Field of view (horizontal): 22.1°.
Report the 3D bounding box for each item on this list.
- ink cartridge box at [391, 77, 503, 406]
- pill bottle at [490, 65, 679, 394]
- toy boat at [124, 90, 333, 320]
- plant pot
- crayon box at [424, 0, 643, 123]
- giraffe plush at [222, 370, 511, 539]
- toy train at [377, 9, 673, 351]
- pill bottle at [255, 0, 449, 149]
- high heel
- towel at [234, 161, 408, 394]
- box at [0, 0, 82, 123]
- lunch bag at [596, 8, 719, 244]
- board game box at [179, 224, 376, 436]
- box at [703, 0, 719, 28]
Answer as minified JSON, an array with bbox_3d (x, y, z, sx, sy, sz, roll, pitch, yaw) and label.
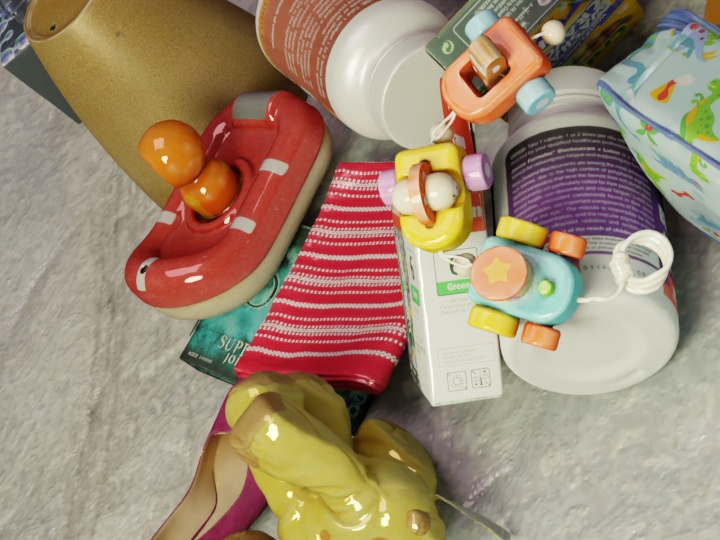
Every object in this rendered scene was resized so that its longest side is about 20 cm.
[{"bbox_3d":[0.050,-0.021,1.195,0.050,0.201,0.109,-8,8,-5],"label":"ink cartridge box"},{"bbox_3d":[0.140,-0.031,1.185,0.111,0.111,0.200,-25,46,30],"label":"pill bottle"},{"bbox_3d":[-0.119,-0.065,1.409,0.130,0.131,0.200,4,62,48],"label":"toy boat"},{"bbox_3d":[-0.177,-0.176,1.542,0.186,0.200,0.187,-26,45,29],"label":"plant pot"},{"bbox_3d":[0.128,-0.163,1.277,0.126,0.200,0.052,-46,75,9],"label":"crayon box"},{"bbox_3d":[-0.028,0.181,1.189,0.200,0.173,0.162,36,100,17],"label":"giraffe plush"},{"bbox_3d":[0.087,-0.054,1.082,0.150,0.056,0.200,-37,69,15],"label":"toy train"},{"bbox_3d":[0.007,-0.168,1.422,0.112,0.112,0.200,-50,38,3],"label":"pill bottle"},{"bbox_3d":[-0.112,0.157,1.292,0.067,0.096,0.200,-16,57,39],"label":"high heel"},{"bbox_3d":[0.000,0.000,1.325,0.144,0.022,0.200,2,56,43],"label":"towel"},{"bbox_3d":[-0.265,-0.269,1.773,0.148,0.107,0.200,-37,42,18],"label":"box"},{"bbox_3d":[0.236,-0.055,1.071,0.082,0.161,0.200,-43,40,-2],"label":"lunch bag"},{"bbox_3d":[-0.042,0.035,1.383,0.200,0.028,0.135,17,74,49],"label":"board game box"},{"bbox_3d":[0.301,-0.143,1.103,0.200,0.119,0.042,-10,53,40],"label":"box"}]
